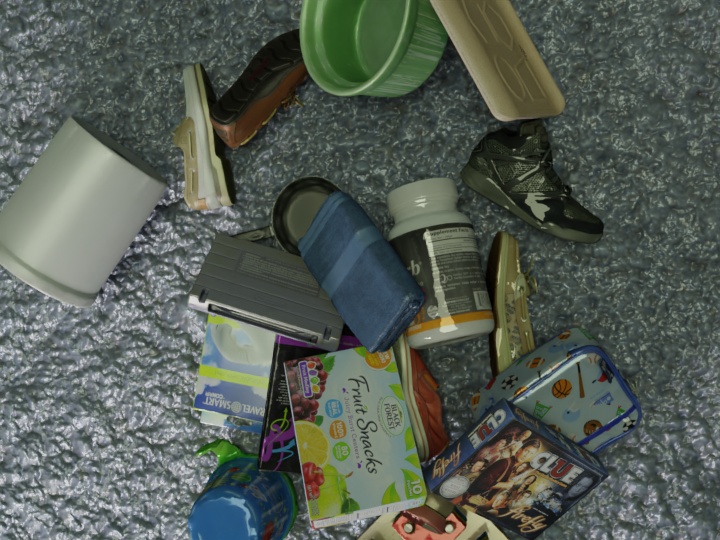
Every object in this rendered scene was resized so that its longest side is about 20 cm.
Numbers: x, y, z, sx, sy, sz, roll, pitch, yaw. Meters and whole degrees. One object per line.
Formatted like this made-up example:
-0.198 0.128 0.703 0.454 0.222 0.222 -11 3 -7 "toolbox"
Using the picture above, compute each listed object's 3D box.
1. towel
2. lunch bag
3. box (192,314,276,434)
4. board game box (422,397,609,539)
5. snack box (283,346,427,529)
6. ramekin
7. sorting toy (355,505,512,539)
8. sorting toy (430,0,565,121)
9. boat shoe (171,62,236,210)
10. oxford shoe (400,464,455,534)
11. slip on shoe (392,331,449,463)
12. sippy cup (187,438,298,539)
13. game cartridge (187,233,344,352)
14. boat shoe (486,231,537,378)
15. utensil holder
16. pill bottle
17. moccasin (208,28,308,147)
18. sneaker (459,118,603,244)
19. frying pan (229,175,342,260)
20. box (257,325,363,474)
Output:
0.000 0.000 1.051 0.112 0.048 0.201 -53 54 26 "towel"
0.249 0.177 1.046 0.199 0.076 0.161 -33 111 8 "lunch bag"
-0.157 0.122 1.143 0.120 0.048 0.203 9 90 9 "box"
0.189 0.243 0.995 0.199 0.035 0.136 32 110 -33 "board game box"
-0.009 0.197 1.019 0.140 0.053 0.202 -10 61 -7 "snack box"
0.021 -0.317 1.059 0.199 0.097 0.203 -1 89 46 "ramekin"
0.096 0.396 1.085 0.199 0.070 0.200 45 95 7 "sorting toy"
0.171 -0.268 1.039 0.036 0.199 0.187 -32 84 35 "sorting toy"
-0.226 -0.183 1.147 0.068 0.075 0.203 -11 86 6 "boat shoe"
0.034 0.252 1.057 0.199 0.071 0.075 28 70 18 "oxford shoe"
0.071 0.151 1.104 0.061 0.074 0.202 -9 79 -26 "slip on shoe"
-0.162 0.322 1.098 0.177 0.130 0.141 31 93 9 "sippy cup"
-0.112 0.026 1.089 0.198 0.130 0.039 18 129 -3 "game cartridge"
0.199 0.049 1.081 0.062 0.073 0.203 -2 100 0 "boat shoe"
-0.379 -0.080 1.125 0.169 0.170 0.201 36 91 8 "utensil holder"
0.097 -0.008 1.067 0.115 0.116 0.202 -13 80 8 "pill bottle"
-0.118 -0.248 1.133 0.073 0.078 0.202 29 74 24 "moccasin"
0.235 -0.118 1.061 0.198 0.076 0.115 34 117 12 "sneaker"
-0.095 -0.047 1.145 0.189 0.031 0.115 -38 84 9 "frying pan"
-0.054 0.171 1.109 0.141 0.036 0.203 9 89 -13 "box"
